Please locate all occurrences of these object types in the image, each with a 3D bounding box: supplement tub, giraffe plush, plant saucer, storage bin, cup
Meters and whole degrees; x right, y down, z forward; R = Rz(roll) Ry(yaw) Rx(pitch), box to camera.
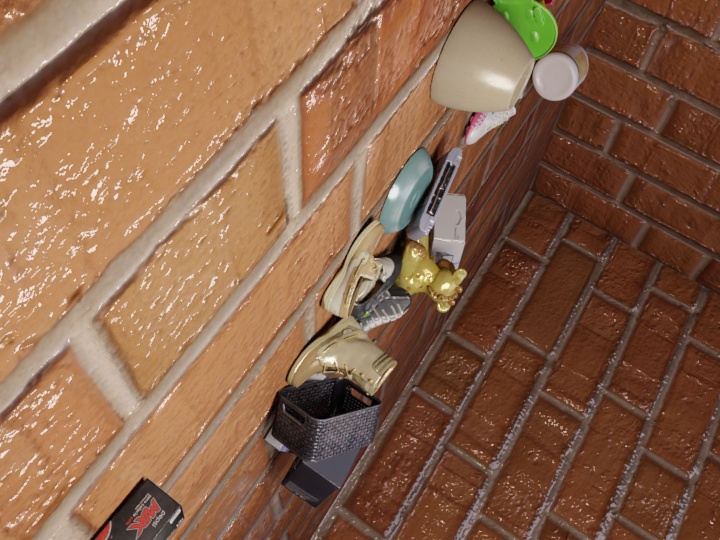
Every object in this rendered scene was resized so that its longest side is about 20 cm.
[{"bbox_3d":[0.633,-0.629,2.230,0.200,0.143,0.147,-44,159,-49],"label":"supplement tub"},{"bbox_3d":[0.164,0.008,1.678,0.173,0.159,0.204,115,-8,-66],"label":"giraffe plush"},{"bbox_3d":[0.103,-0.158,1.497,0.202,0.035,0.201,-56,165,-22],"label":"plant saucer"},{"bbox_3d":[-0.068,0.300,1.445,0.197,0.134,0.096,-2,110,-47],"label":"storage bin"},{"bbox_3d":[0.239,-0.378,1.323,0.202,0.141,0.201,-55,165,-22],"label":"cup"}]

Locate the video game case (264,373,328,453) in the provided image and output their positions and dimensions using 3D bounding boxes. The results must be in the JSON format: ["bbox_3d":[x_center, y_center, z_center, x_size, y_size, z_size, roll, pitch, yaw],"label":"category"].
[{"bbox_3d":[-0.129,0.316,1.591,0.183,0.045,0.200,-59,166,-11],"label":"video game case"}]

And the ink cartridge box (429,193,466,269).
[{"bbox_3d":[0.220,-0.085,1.854,0.201,0.085,0.148,98,-2,-61],"label":"ink cartridge box"}]

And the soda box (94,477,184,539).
[{"bbox_3d":[-0.329,0.389,0.960,0.201,0.070,0.064,-51,165,-33],"label":"soda box"}]

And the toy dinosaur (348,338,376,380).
[{"bbox_3d":[-0.018,0.194,1.533,0.197,0.089,0.048,-9,141,-39],"label":"toy dinosaur"}]

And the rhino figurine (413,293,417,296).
[{"bbox_3d":[0.133,0.041,1.918,0.200,0.085,0.061,-4,83,-73],"label":"rhino figurine"}]

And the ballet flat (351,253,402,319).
[{"bbox_3d":[0.032,0.022,1.546,0.201,0.067,0.069,-53,156,-30],"label":"ballet flat"}]

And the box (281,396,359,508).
[{"bbox_3d":[-0.071,0.406,1.616,0.201,0.103,0.183,-58,-178,-38],"label":"box"}]

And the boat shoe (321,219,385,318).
[{"bbox_3d":[0.000,0.000,1.376,0.203,0.066,0.074,-60,166,-2],"label":"boat shoe"}]

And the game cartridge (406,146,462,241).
[{"bbox_3d":[0.161,-0.167,1.578,0.133,0.040,0.204,133,-19,-79],"label":"game cartridge"}]

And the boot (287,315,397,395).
[{"bbox_3d":[-0.036,0.202,1.439,0.199,0.155,0.073,-38,161,-31],"label":"boot"}]

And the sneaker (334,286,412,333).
[{"bbox_3d":[0.020,0.108,1.607,0.197,0.076,0.116,-25,165,-18],"label":"sneaker"}]

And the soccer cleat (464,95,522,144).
[{"bbox_3d":[0.331,-0.387,1.753,0.202,0.085,0.070,-57,166,-13],"label":"soccer cleat"}]

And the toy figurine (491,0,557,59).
[{"bbox_3d":[0.331,-0.558,1.410,0.201,0.147,0.187,57,47,-48],"label":"toy figurine"}]
